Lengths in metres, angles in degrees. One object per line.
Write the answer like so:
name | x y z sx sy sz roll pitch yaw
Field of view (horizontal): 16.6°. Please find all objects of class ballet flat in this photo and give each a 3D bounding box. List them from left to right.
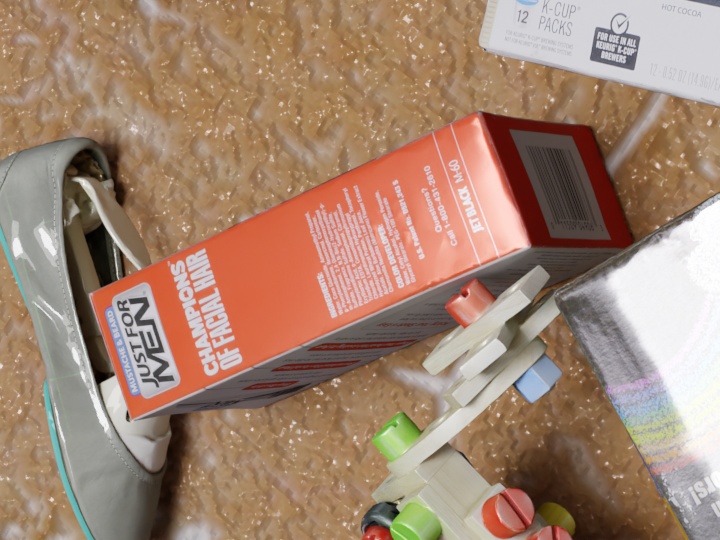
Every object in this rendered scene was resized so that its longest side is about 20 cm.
ballet flat | -0.117 0.034 1.132 0.064 0.067 0.200 -20 82 20

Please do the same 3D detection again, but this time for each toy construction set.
toy construction set | 0.074 0.102 0.968 0.200 0.092 0.131 59 148 4

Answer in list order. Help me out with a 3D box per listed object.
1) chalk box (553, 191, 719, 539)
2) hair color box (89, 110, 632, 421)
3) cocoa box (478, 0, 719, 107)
chalk box | 0.188 0.063 0.938 0.124 0.124 0.200 -33 77 23
hair color box | 0.000 0.000 1.043 0.200 0.111 0.064 -25 79 26
cocoa box | 0.169 -0.120 0.913 0.200 0.133 0.131 19 100 42
